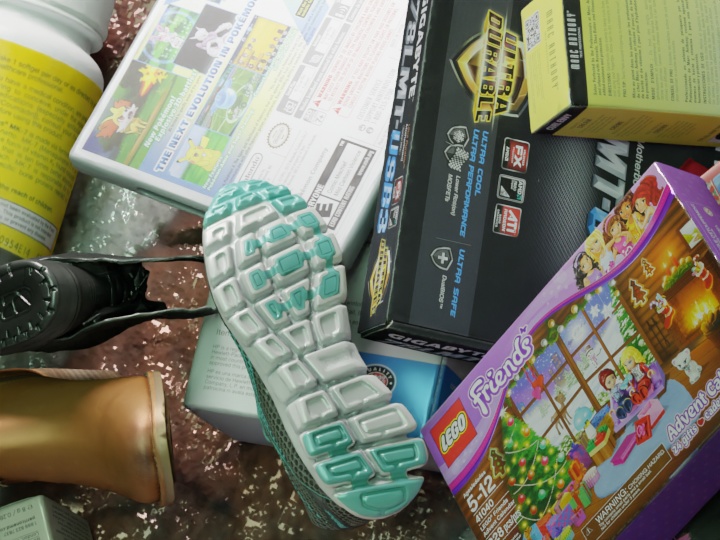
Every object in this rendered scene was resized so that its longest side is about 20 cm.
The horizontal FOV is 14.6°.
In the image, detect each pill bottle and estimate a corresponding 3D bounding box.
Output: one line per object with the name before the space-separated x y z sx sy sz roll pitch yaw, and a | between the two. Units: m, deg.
pill bottle | -0.217 -0.083 1.655 0.114 0.114 0.201 13 78 21

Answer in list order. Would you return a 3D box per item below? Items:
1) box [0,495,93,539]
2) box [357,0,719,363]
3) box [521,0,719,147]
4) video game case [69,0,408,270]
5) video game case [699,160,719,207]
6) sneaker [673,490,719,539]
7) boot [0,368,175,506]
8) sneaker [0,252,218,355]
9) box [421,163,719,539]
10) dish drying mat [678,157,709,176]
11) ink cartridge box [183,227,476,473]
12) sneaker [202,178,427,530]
box | -0.169 0.233 1.563 0.068 0.082 0.201 -20 68 10
box | 0.109 -0.042 1.517 0.197 0.050 0.201 13 76 -17
box | 0.187 -0.107 1.507 0.199 0.050 0.076 2 74 -22
video game case | -0.040 -0.114 1.567 0.181 0.022 0.201 20 72 24
video game case | 0.227 -0.010 1.373 0.200 0.017 0.144 -40 61 31
sneaker | 0.214 0.108 1.462 0.080 0.087 0.200 15 44 29
boot | -0.188 0.090 1.533 0.154 0.200 0.077 -5 104 -19
sneaker | -0.186 0.024 1.560 0.199 0.104 0.060 -13 85 34
box | 0.125 0.066 1.395 0.200 0.039 0.137 -51 46 26
dish drying mat | 0.242 0.011 1.473 0.199 0.077 0.018 34 118 9
ink cartridge box | 0.000 0.000 1.576 0.146 0.086 0.201 8 75 20
sneaker | -0.037 0.050 1.480 0.077 0.091 0.201 -15 71 -22
